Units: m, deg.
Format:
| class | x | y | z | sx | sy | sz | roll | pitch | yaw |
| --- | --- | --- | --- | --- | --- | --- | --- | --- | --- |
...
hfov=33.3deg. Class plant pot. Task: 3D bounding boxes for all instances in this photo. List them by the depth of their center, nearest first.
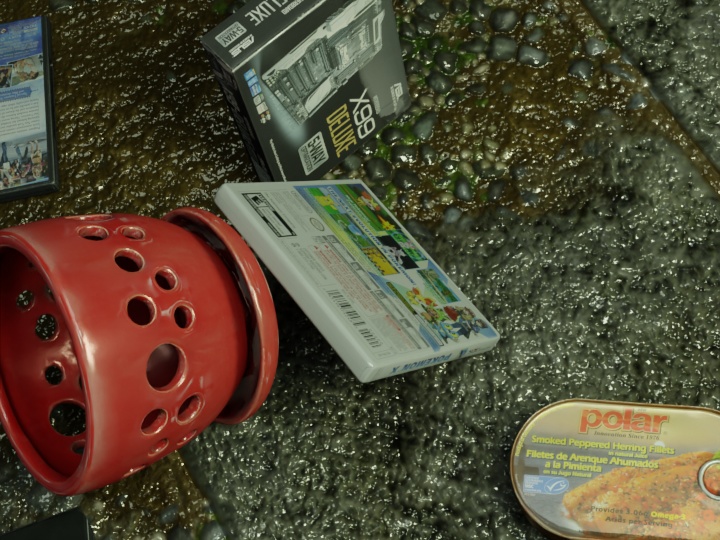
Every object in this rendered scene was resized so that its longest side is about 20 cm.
| class | x | y | z | sx | sy | sz | roll | pitch | yaw |
| --- | --- | --- | --- | --- | --- | --- | --- | --- | --- |
| plant pot | -0.177 | 0.048 | 0.928 | 0.181 | 0.201 | 0.201 | -18 | 59 | -38 |

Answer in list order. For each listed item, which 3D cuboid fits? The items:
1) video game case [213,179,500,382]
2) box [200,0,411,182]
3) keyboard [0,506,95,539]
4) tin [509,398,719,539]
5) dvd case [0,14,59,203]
| class | x | y | z | sx | sy | sz | roll | pitch | yaw |
| --- | --- | --- | --- | --- | --- | --- | --- | --- | --- |
| video game case | 0.000 | 0.000 | 0.975 | 0.200 | 0.181 | 0.022 | 49 | 121 | 24 |
| box | -0.039 | -0.167 | 1.029 | 0.157 | 0.201 | 0.050 | -39 | 62 | -13 |
| keyboard | -0.299 | 0.264 | 0.938 | 0.198 | 0.021 | 0.128 | -21 | 38 | -1 |
| tin | 0.215 | 0.160 | 0.933 | 0.197 | 0.042 | 0.114 | 4 | 69 | 9 |
| dvd case | -0.364 | -0.151 | 1.161 | 0.141 | 0.018 | 0.202 | -11 | 63 | 1 |
